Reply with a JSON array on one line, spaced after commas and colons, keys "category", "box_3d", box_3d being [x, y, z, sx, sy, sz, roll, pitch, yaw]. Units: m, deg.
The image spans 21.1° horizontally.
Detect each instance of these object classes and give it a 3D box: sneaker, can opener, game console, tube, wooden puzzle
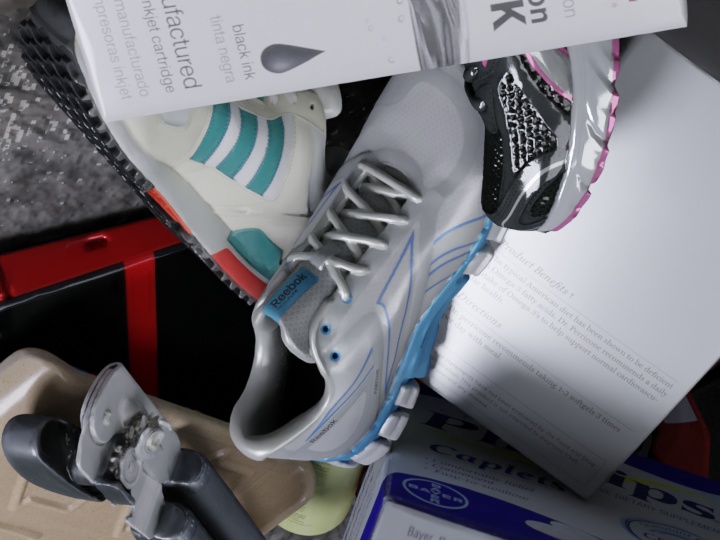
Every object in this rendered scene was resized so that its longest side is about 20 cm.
[{"category": "sneaker", "box_3d": [-0.062, -0.069, 0.797, 0.093, 0.070, 0.200, -44, 142, -6]}, {"category": "sneaker", "box_3d": [0.049, -0.112, 0.731, 0.086, 0.080, 0.201, -3, 113, -7]}, {"category": "can opener", "box_3d": [-0.095, 0.107, 0.900, 0.066, 0.053, 0.200, 3, 149, 26]}, {"category": "game console", "box_3d": [-0.116, 0.043, 0.948, 0.176, 0.031, 0.200, -19, 148, -18]}, {"category": "sneaker", "box_3d": [0.000, 0.000, 0.810, 0.086, 0.075, 0.201, -5, 120, -52]}, {"category": "tube", "box_3d": [-0.013, 0.066, 0.976, 0.058, 0.052, 0.200, 14, 143, 0]}, {"category": "wooden puzzle", "box_3d": [-0.149, 0.112, 0.948, 0.185, 0.046, 0.200, -38, 140, 20]}]

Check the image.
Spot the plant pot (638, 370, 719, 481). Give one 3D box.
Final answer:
[{"category": "plant pot", "box_3d": [0.246, 0.178, 1.212, 0.176, 0.201, 0.200, -12, 147, 3]}]

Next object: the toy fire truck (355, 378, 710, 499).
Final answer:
[{"category": "toy fire truck", "box_3d": [0.100, 0.132, 1.054, 0.199, 0.169, 0.112, -19, 157, -5]}]

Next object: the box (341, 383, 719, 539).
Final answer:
[{"category": "box", "box_3d": [0.083, 0.146, 0.900, 0.183, 0.200, 0.105, 18, 101, -1]}]

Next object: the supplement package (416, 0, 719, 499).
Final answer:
[{"category": "supplement package", "box_3d": [0.122, -0.022, 0.861, 0.117, 0.117, 0.200, 36, 121, -2]}]

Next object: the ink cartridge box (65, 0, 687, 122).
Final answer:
[{"category": "ink cartridge box", "box_3d": [-0.001, -0.142, 0.619, 0.199, 0.083, 0.147, -9, 125, 6]}]
